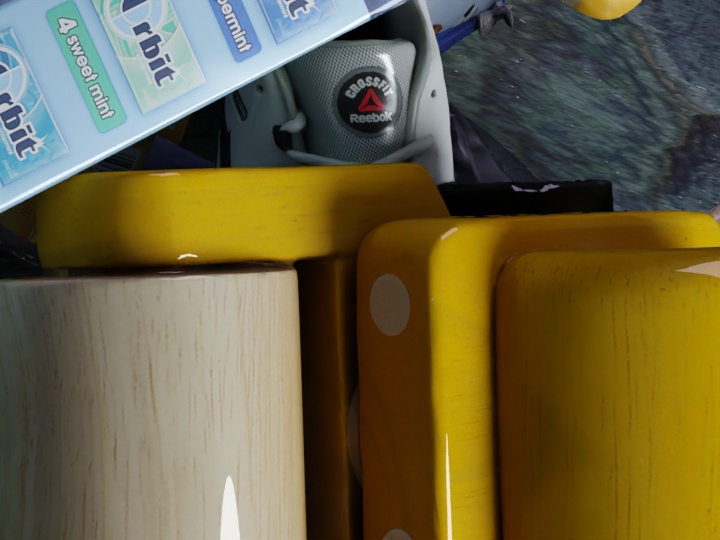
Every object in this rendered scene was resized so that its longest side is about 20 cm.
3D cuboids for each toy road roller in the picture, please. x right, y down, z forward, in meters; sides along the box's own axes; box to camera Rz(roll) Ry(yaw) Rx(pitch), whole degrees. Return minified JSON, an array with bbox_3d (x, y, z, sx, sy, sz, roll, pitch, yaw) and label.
[{"bbox_3d":[0.026,0.036,0.625,0.199,0.124,0.146,-3,2,-41],"label":"toy road roller"}]

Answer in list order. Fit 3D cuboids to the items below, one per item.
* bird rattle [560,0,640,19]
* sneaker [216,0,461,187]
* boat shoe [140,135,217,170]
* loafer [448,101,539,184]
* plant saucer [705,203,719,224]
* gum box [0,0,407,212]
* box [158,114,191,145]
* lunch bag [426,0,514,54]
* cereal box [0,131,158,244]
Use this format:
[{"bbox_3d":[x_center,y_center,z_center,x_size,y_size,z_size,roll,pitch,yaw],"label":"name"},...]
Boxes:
[{"bbox_3d":[0.004,-0.135,0.670,0.199,0.163,0.113,20,56,35],"label":"bird rattle"},{"bbox_3d":[-0.008,-0.019,0.739,0.074,0.089,0.201,-6,68,-6],"label":"sneaker"},{"bbox_3d":[0.000,0.000,0.824,0.199,0.069,0.084,30,23,14],"label":"boat shoe"},{"bbox_3d":[0.041,-0.002,0.892,0.200,0.068,0.070,34,-16,44],"label":"loafer"},{"bbox_3d":[0.144,0.065,0.729,0.200,0.200,0.037,37,-12,28],"label":"plant saucer"},{"bbox_3d":[-0.095,-0.051,0.655,0.199,0.045,0.170,-29,17,-16],"label":"gum box"},{"bbox_3d":[-0.106,-0.118,1.019,0.119,0.042,0.200,21,25,-7],"label":"box"},{"bbox_3d":[-0.036,-0.133,0.957,0.199,0.076,0.160,20,20,11],"label":"lunch bag"},{"bbox_3d":[-0.128,-0.113,0.826,0.200,0.144,0.039,30,8,27],"label":"cereal box"}]
